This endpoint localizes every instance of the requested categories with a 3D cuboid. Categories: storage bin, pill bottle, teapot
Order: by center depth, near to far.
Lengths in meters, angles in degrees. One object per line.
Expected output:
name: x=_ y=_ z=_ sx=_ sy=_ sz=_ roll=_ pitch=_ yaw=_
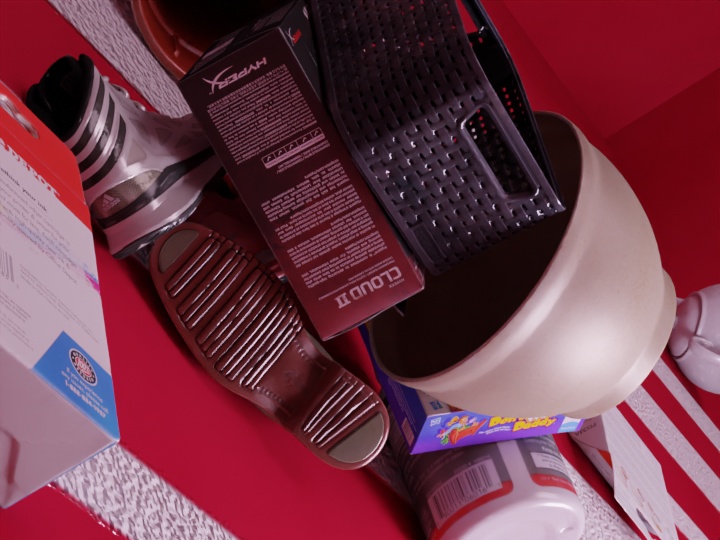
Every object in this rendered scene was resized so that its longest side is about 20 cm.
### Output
storage bin: x=0.044 y=-0.111 z=1.161 sx=0.135 sy=0.093 sz=0.200 roll=55 pitch=15 yaw=-34
pill bottle: x=0.079 y=0.120 z=1.372 sx=0.114 sy=0.114 sz=0.201 roll=41 pitch=22 yaw=-50
teapot: x=0.573 y=0.104 z=3.080 sx=0.145 sy=0.200 sz=0.198 roll=18 pitch=63 yaw=-12

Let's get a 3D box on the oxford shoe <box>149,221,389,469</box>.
oxford shoe: x=-0.067 y=0.046 z=1.163 sx=0.200 sy=0.070 sz=0.075 roll=51 pitch=-11 yaw=-23

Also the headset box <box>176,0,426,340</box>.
headset box: x=-0.025 y=-0.060 z=1.168 sx=0.201 sy=0.077 sz=0.149 roll=60 pitch=12 yaw=-11

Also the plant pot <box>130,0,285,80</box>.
plant pot: x=-0.090 y=-0.260 z=1.467 sx=0.201 sy=0.200 sz=0.195 roll=51 pitch=8 yaw=-29

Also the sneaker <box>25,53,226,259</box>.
sneaker: x=-0.137 y=-0.093 z=1.149 sx=0.116 sy=0.075 sz=0.201 roll=57 pitch=16 yaw=-12

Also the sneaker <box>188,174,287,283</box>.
sneaker: x=-0.067 y=-0.036 z=1.282 sx=0.087 sy=0.074 sz=0.200 roll=54 pitch=13 yaw=-4

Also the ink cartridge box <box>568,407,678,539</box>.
ink cartridge box: x=0.282 y=0.233 z=2.008 sx=0.160 sy=0.047 sz=0.200 roll=51 pitch=21 yaw=-29

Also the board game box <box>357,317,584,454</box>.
board game box: x=0.067 y=0.030 z=1.338 sx=0.134 sy=0.045 sz=0.201 roll=-6 pitch=51 yaw=-24

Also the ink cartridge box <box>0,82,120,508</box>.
ink cartridge box: x=-0.177 y=-0.008 z=0.843 sx=0.116 sy=0.067 sz=0.200 roll=47 pitch=18 yaw=-40

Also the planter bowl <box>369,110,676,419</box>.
planter bowl: x=0.120 y=0.015 z=1.223 sx=0.134 sy=0.200 sz=0.201 roll=33 pitch=24 yaw=-25
